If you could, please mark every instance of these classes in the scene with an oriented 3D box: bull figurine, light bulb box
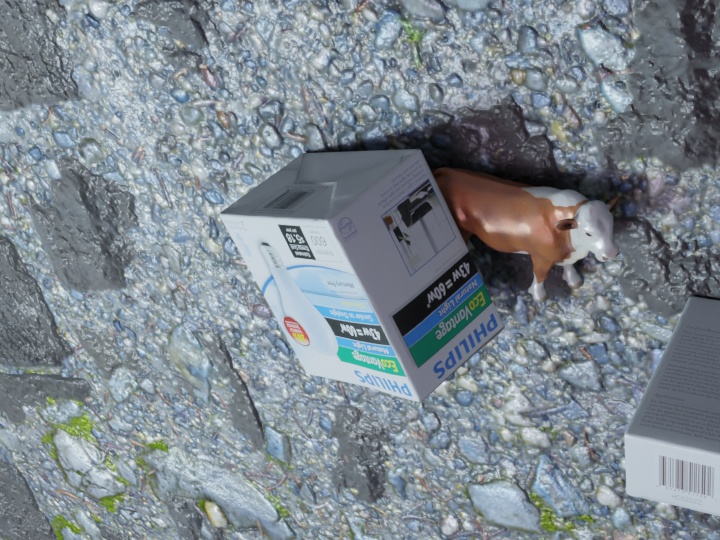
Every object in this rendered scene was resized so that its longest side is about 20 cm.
[{"bbox_3d":[0.150,-0.036,1.133,0.200,0.065,0.121,22,136,31],"label":"bull figurine"},{"bbox_3d":[0.000,0.000,1.185,0.198,0.125,0.200,6,129,55],"label":"light bulb box"}]

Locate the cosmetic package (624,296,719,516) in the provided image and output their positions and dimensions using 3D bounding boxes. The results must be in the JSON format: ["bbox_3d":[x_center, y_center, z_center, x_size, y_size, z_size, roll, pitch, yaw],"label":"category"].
[{"bbox_3d":[0.302,0.111,1.056,0.101,0.200,0.071,10,129,27],"label":"cosmetic package"}]
